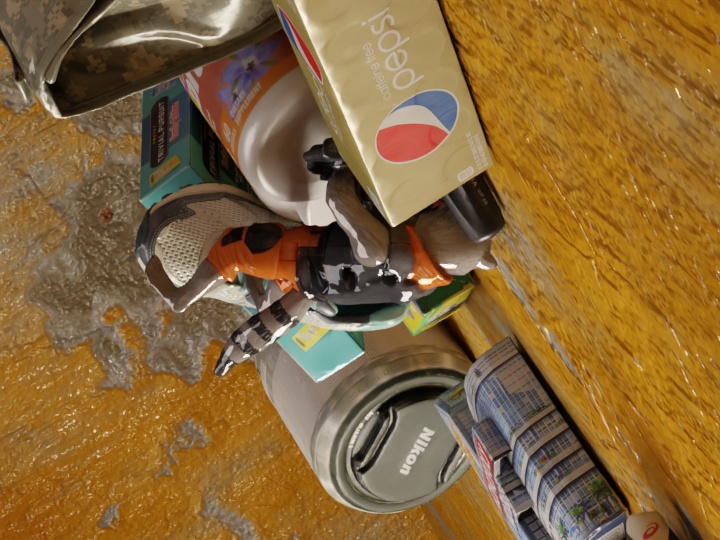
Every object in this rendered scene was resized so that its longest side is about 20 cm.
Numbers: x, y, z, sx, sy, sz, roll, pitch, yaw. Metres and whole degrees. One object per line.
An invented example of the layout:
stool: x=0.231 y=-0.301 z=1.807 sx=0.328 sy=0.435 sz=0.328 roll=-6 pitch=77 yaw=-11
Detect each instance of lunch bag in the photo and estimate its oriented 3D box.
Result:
lunch bag: x=-0.134 y=-0.195 z=1.234 sx=0.164 sy=0.199 sz=0.118 roll=56 pitch=175 yaw=37

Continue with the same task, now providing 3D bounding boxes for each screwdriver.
screwdriver: x=0.020 y=-0.102 z=1.195 sx=0.201 sy=0.029 sz=0.028 roll=55 pitch=176 yaw=-8

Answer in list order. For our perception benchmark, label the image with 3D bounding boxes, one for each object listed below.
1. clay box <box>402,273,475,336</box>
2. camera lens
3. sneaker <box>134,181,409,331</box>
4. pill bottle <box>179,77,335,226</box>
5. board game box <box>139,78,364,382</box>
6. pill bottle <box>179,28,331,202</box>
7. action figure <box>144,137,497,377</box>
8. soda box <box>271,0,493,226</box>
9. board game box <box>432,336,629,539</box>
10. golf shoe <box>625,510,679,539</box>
clay box: x=0.030 y=-0.016 z=1.565 sx=0.115 sy=0.047 sz=0.200 roll=59 pitch=175 yaw=6
camera lens: x=0.007 y=0.093 z=1.809 sx=0.200 sy=0.159 sz=0.160 roll=54 pitch=173 yaw=49
sneaker: x=-0.052 y=-0.005 z=1.421 sx=0.199 sy=0.078 sz=0.086 roll=12 pitch=-174 yaw=-31
pill bottle: x=-0.043 y=-0.103 z=1.434 sx=0.200 sy=0.104 sz=0.105 roll=55 pitch=174 yaw=43
board game box: x=-0.078 y=-0.036 z=1.540 sx=0.200 sy=0.047 sz=0.151 roll=47 pitch=-161 yaw=-29
pill bottle: x=-0.063 y=-0.145 z=1.323 sx=0.200 sy=0.112 sz=0.112 roll=55 pitch=174 yaw=35
action figure: x=0.000 y=0.000 z=1.283 sx=0.200 sy=0.192 sz=0.105 roll=26 pitch=-124 yaw=-53
soda box: x=0.006 y=-0.112 z=1.076 sx=0.064 sy=0.067 sz=0.200 roll=56 pitch=175 yaw=34
board game box: x=0.118 y=0.137 z=1.521 sx=0.200 sy=0.061 sz=0.200 roll=56 pitch=175 yaw=26
golf shoe: x=0.190 y=0.212 z=1.283 sx=0.200 sy=0.077 sz=0.089 roll=75 pitch=-178 yaw=-62
